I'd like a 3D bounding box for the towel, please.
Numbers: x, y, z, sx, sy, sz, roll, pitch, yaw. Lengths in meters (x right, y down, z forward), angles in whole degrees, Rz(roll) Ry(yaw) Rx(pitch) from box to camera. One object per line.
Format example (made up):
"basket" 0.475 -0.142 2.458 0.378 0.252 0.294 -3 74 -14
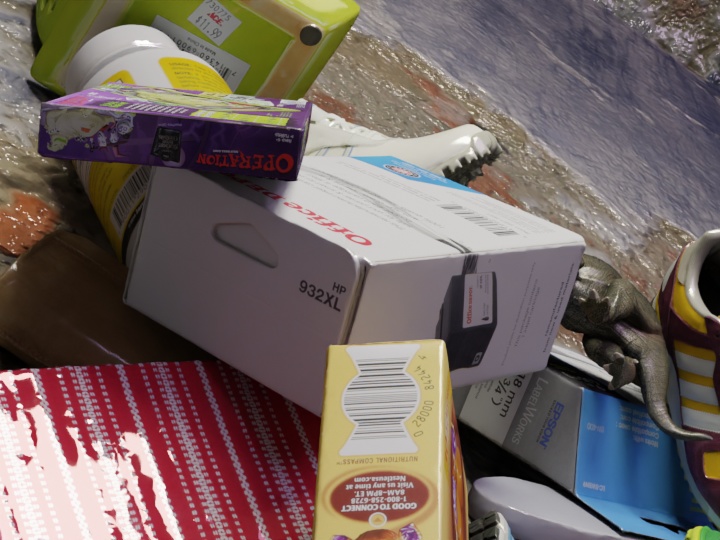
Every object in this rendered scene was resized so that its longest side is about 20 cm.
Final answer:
"towel" -0.082 0.103 0.718 0.200 0.023 0.145 0 50 -37

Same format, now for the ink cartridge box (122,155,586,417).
"ink cartridge box" 0.000 0.000 0.824 0.145 0.084 0.200 27 19 33

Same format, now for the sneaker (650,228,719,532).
"sneaker" 0.227 0.071 0.939 0.075 0.090 0.200 -9 57 -16

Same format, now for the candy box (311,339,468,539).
"candy box" 0.014 0.141 0.640 0.056 0.117 0.200 -5 46 7

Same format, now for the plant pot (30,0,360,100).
"plant pot" -0.115 -0.189 1.127 0.200 0.199 0.182 28 29 -18

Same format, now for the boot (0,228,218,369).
"boot" -0.085 0.043 0.853 0.200 0.066 0.175 35 21 1

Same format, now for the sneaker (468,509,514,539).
"sneaker" 0.063 0.199 0.766 0.090 0.078 0.200 48 20 -21

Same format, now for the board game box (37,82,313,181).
"board game box" -0.086 -0.073 0.800 0.120 0.032 0.200 10 9 -2

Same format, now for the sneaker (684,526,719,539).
"sneaker" 0.246 0.203 0.910 0.200 0.083 0.074 42 46 -36

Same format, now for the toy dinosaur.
"toy dinosaur" 0.141 0.022 0.950 0.200 0.077 0.102 31 20 17

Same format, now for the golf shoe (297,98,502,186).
"golf shoe" -0.012 -0.070 1.007 0.078 0.199 0.098 -5 78 -70

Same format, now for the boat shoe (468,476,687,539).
"boat shoe" 0.136 0.170 0.921 0.200 0.057 0.069 20 7 -35

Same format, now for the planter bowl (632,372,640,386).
"planter bowl" 0.297 0.100 1.083 0.200 0.135 0.200 55 -8 11

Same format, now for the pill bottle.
"pill bottle" -0.116 -0.067 0.970 0.111 0.111 0.200 17 28 -39

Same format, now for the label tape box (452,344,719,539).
"label tape box" 0.150 0.101 0.996 0.144 0.063 0.200 18 8 -42
